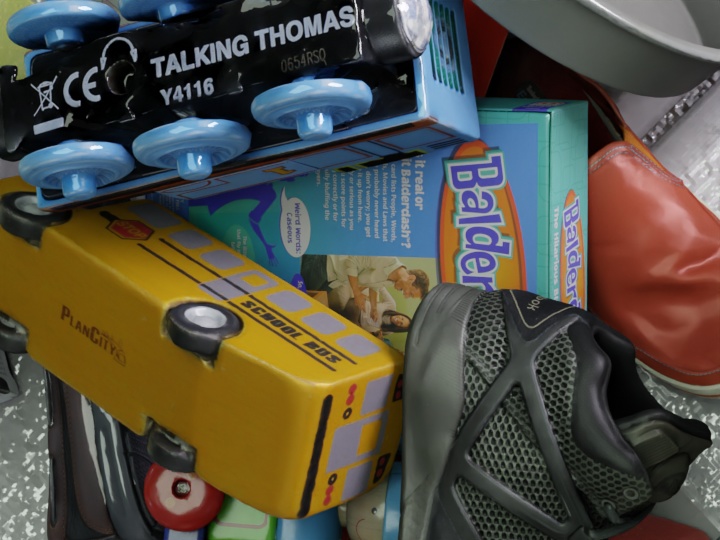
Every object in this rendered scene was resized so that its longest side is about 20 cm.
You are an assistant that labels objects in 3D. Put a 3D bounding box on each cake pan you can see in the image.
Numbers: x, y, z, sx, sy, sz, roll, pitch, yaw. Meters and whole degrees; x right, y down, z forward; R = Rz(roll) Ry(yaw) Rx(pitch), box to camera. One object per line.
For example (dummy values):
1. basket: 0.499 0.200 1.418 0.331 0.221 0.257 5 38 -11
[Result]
1. cake pan: 0.085 -0.145 0.838 0.201 0.199 0.037 51 123 20

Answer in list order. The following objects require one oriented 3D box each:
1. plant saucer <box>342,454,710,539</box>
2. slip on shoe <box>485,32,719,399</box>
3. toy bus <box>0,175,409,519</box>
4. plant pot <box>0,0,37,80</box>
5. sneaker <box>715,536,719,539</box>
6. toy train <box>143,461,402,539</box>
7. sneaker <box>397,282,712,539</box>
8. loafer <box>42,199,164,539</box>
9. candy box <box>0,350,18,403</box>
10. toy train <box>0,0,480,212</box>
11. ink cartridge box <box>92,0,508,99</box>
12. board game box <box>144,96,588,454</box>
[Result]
1. plant saucer: 0.032 0.183 0.871 0.198 0.037 0.202 15 85 21
2. slip on shoe: 0.107 -0.029 0.870 0.074 0.061 0.201 -37 72 8
3. toy bus: -0.078 0.025 0.837 0.199 0.078 0.066 31 121 33
4. plant pot: -0.231 -0.066 0.872 0.199 0.200 0.190 32 73 22
5. sneaker: 0.162 0.148 0.750 0.078 0.200 0.086 46 67 -4
6. toy train: -0.035 0.170 0.841 0.114 0.085 0.202 3 81 7
7. sneaker: 0.075 0.109 0.791 0.113 0.076 0.202 5 96 26
8. loafer: -0.134 0.035 0.941 0.062 0.072 0.202 -16 78 20
9. candy box: -0.278 -0.007 0.996 0.166 0.071 0.202 -22 74 14
10. toy train: -0.053 -0.073 0.802 0.198 0.114 0.088 -13 77 25
11. ink cartridge box: -0.037 -0.115 0.895 0.200 0.057 0.163 43 136 24
12. board game box: 0.000 0.000 0.876 0.198 0.045 0.154 5 102 27
